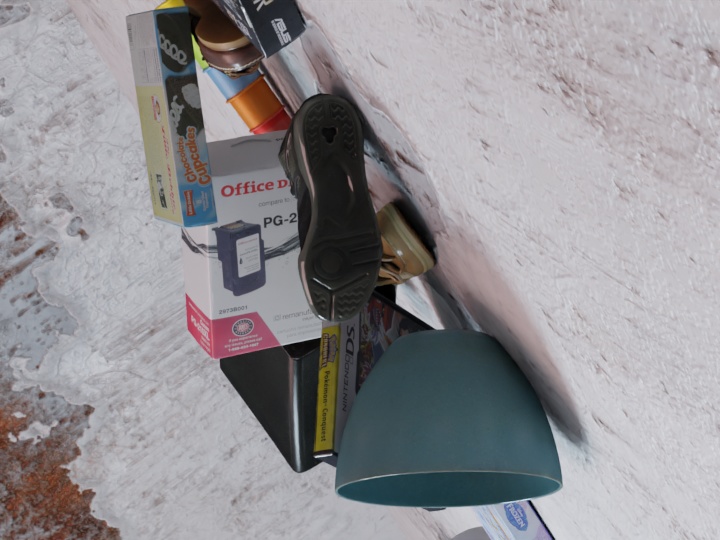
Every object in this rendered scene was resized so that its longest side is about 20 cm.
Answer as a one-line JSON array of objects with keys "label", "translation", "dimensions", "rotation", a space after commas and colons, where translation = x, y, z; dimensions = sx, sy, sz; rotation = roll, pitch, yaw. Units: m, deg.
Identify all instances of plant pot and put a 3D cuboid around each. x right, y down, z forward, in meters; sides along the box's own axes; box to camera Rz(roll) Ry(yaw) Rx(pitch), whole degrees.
[{"label": "plant pot", "translation": [0.076, 0.128, 1.441], "dimensions": [0.200, 0.199, 0.136], "rotation": [81, -172, -73]}, {"label": "plant pot", "translation": [-0.050, 0.083, 1.949], "dimensions": [0.200, 0.199, 0.178], "rotation": [51, 160, 32]}]

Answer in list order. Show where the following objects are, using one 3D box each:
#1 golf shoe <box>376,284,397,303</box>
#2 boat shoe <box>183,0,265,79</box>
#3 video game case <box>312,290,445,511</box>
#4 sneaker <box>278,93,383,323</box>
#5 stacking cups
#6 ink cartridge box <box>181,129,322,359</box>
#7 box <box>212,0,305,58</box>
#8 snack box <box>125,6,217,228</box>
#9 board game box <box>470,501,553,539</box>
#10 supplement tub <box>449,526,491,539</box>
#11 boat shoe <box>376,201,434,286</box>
[{"label": "golf shoe", "translation": [0.000, 0.000, 1.735], "dimensions": [0.094, 0.077, 0.201], "rotation": [-29, 73, 41]}, {"label": "boat shoe", "translation": [-0.115, -0.213, 1.494], "dimensions": [0.200, 0.070, 0.071], "rotation": [-118, 10, -65]}, {"label": "video game case", "translation": [0.026, 0.119, 1.570], "dimensions": [0.200, 0.025, 0.182], "rotation": [32, -127, -48]}, {"label": "sneaker", "translation": [-0.027, -0.059, 1.445], "dimensions": [0.114, 0.076, 0.201], "rotation": [-125, 27, -78]}, {"label": "stacking cups", "translation": [-0.135, -0.203, 1.689], "dimensions": [0.201, 0.060, 0.060], "rotation": [57, 172, -12]}, {"label": "ink cartridge box", "translation": [-0.100, -0.028, 1.641], "dimensions": [0.084, 0.144, 0.201], "rotation": [-139, 43, -56]}, {"label": "box", "translation": [-0.134, -0.292, 1.373], "dimensions": [0.200, 0.043, 0.161], "rotation": [49, 170, 41]}, {"label": "snack box", "translation": [-0.179, -0.144, 1.534], "dimensions": [0.116, 0.037, 0.201], "rotation": [-163, 64, -68]}, {"label": "board game box", "translation": [0.167, 0.284, 1.966], "dimensions": [0.201, 0.041, 0.199], "rotation": [57, 172, -14]}, {"label": "supplement tub", "translation": [0.185, 0.446, 2.151], "dimensions": [0.145, 0.144, 0.200], "rotation": [46, 168, 51]}, {"label": "boat shoe", "translation": [0.020, -0.014, 1.527], "dimensions": [0.073, 0.063, 0.200], "rotation": [55, 172, 3]}]
